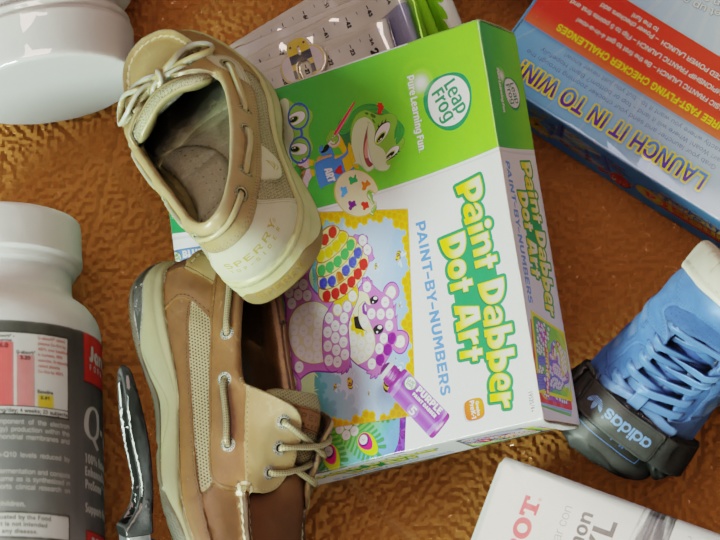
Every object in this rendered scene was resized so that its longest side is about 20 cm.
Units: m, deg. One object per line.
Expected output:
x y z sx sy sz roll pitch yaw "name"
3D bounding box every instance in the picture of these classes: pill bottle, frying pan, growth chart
-0.180 -0.187 1.393 0.114 0.114 0.201 -12 74 4 "pill bottle"
-0.096 0.154 1.260 0.031 0.191 0.115 -17 33 -22 "frying pan"
-0.023 -0.081 1.371 0.199 0.018 0.145 -32 69 15 "growth chart"
-0.186 0.074 1.320 0.115 0.116 0.201 -4 74 6 "pill bottle"

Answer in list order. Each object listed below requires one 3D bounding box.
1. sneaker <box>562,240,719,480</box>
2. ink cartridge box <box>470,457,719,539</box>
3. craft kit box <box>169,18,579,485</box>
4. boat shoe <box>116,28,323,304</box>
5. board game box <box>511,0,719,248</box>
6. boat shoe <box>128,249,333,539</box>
0.148 0.051 1.241 0.077 0.200 0.111 40 88 0 "sneaker"
0.135 0.194 1.260 0.199 0.083 0.146 19 78 12 "ink cartridge box"
0.000 0.000 1.299 0.197 0.048 0.201 -16 75 27 "craft kit box"
-0.079 -0.065 1.276 0.073 0.063 0.201 -39 41 13 "boat shoe"
0.199 -0.121 1.354 0.199 0.056 0.196 34 82 15 "board game box"
-0.054 0.079 1.254 0.074 0.076 0.201 -23 72 22 "boat shoe"
